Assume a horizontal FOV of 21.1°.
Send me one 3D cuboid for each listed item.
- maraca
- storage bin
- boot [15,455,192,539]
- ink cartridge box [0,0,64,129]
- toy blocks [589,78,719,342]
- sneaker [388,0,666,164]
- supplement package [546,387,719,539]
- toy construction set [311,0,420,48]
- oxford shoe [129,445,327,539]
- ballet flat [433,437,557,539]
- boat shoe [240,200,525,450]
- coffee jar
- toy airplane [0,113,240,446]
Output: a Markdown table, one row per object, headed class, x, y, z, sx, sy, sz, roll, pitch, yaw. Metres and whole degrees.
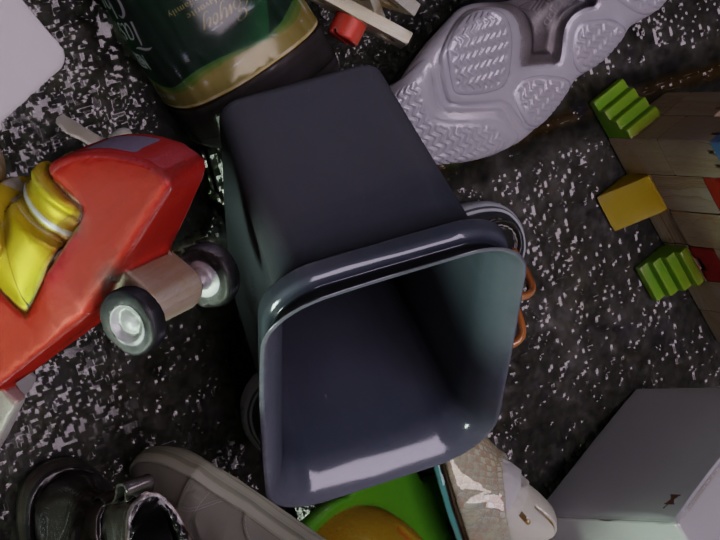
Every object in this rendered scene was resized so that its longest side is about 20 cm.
| class | x | y | z | sx | sy | sz | roll | pitch | yaw |
| --- | --- | --- | --- | --- | --- | --- | --- | --- | --- |
| maraca | 0.000 | 0.179 | 1.037 | 0.137 | 0.107 | 0.200 | 56 | 46 | -37 |
| storage bin | 0.000 | 0.000 | 0.940 | 0.145 | 0.200 | 0.135 | -17 | 60 | -12 |
| boot | -0.107 | 0.183 | 0.941 | 0.069 | 0.174 | 0.200 | -23 | 104 | -23 |
| ink cartridge box | -0.229 | -0.060 | 0.768 | 0.200 | 0.068 | 0.116 | -47 | 109 | -24 |
| toy blocks | 0.230 | -0.026 | 1.111 | 0.100 | 0.137 | 0.200 | -38 | 110 | -19 |
| sneaker | 0.073 | -0.133 | 1.039 | 0.200 | 0.114 | 0.076 | -39 | 120 | -12 |
| supplement package | 0.217 | 0.179 | 1.123 | 0.117 | 0.117 | 0.200 | -45 | 113 | -30 |
| toy construction set | 0.003 | -0.214 | 1.014 | 0.131 | 0.092 | 0.200 | 29 | 71 | -26 |
| oxford shoe | -0.060 | 0.142 | 0.949 | 0.058 | 0.200 | 0.075 | -48 | 133 | -15 |
| ballet flat | 0.090 | 0.160 | 1.092 | 0.062 | 0.067 | 0.200 | -13 | 113 | 9 |
| boat shoe | 0.023 | 0.035 | 1.058 | 0.200 | 0.057 | 0.069 | -40 | 110 | -18 |
| coffee jar | -0.092 | -0.155 | 0.958 | 0.085 | 0.104 | 0.200 | -35 | 108 | -11 |
| toy airplane | -0.168 | 0.000 | 0.905 | 0.199 | 0.200 | 0.141 | -33 | 91 | -9 |
